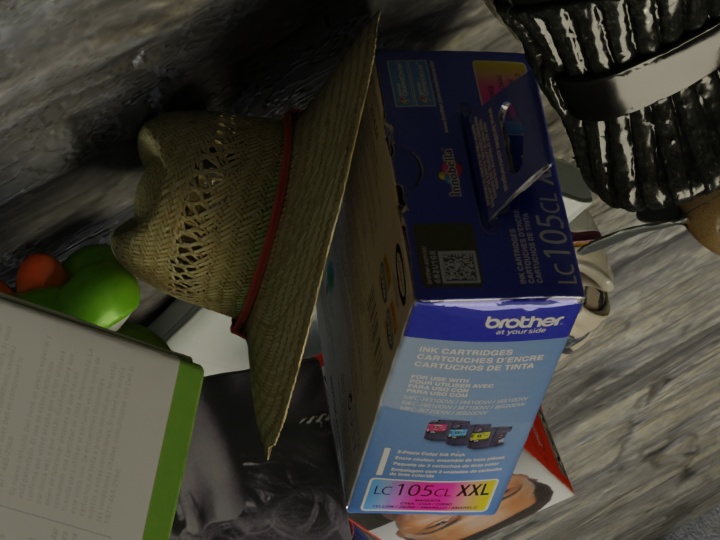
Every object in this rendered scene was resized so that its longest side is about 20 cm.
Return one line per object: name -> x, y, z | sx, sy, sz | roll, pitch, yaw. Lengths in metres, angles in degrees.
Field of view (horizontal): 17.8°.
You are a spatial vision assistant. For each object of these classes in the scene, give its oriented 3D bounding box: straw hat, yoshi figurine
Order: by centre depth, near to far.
straw hat -> -0.054, -0.024, 0.921 | 0.085, 0.201, 0.201 | 13, 156, -3
yoshi figurine -> -0.154, 0.080, 1.005 | 0.200, 0.112, 0.112 | -43, 153, 10

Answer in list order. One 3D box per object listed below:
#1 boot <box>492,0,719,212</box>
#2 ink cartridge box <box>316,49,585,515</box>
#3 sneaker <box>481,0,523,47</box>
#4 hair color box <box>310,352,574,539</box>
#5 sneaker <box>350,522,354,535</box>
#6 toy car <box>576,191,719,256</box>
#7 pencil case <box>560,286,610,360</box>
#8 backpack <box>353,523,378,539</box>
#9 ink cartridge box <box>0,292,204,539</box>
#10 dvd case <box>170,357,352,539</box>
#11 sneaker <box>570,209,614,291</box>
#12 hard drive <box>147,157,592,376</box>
boot -> 0.145, -0.127, 0.855 | 0.211, 0.079, 0.158 | -28, 121, 18
ink cartridge box -> 0.036, -0.001, 0.987 | 0.076, 0.137, 0.200 | -1, 144, -11
sneaker -> 0.119, -0.126, 0.990 | 0.100, 0.070, 0.200 | -44, 164, 17
hair color box -> 0.034, 0.089, 1.198 | 0.101, 0.061, 0.200 | -26, 156, 11
sneaker -> -0.027, 0.111, 1.282 | 0.200, 0.082, 0.070 | -52, -163, -29
toy car -> 0.203, -0.068, 1.173 | 0.200, 0.158, 0.164 | -30, 177, 34
pencil case -> 0.057, 0.043, 1.354 | 0.200, 0.090, 0.078 | -38, 134, 21
backpack -> -0.056, 0.184, 1.373 | 0.154, 0.200, 0.190 | -49, 167, 5
ink cartridge box -> -0.172, 0.078, 0.850 | 0.200, 0.148, 0.076 | 21, 161, -30
dvd case -> -0.087, 0.123, 0.958 | 0.200, 0.149, 0.016 | -8, 177, -35
sneaker -> 0.038, 0.023, 1.228 | 0.200, 0.090, 0.075 | -33, 164, 5
hard drive -> 0.000, 0.000, 1.126 | 0.132, 0.026, 0.200 | 16, 137, -35
